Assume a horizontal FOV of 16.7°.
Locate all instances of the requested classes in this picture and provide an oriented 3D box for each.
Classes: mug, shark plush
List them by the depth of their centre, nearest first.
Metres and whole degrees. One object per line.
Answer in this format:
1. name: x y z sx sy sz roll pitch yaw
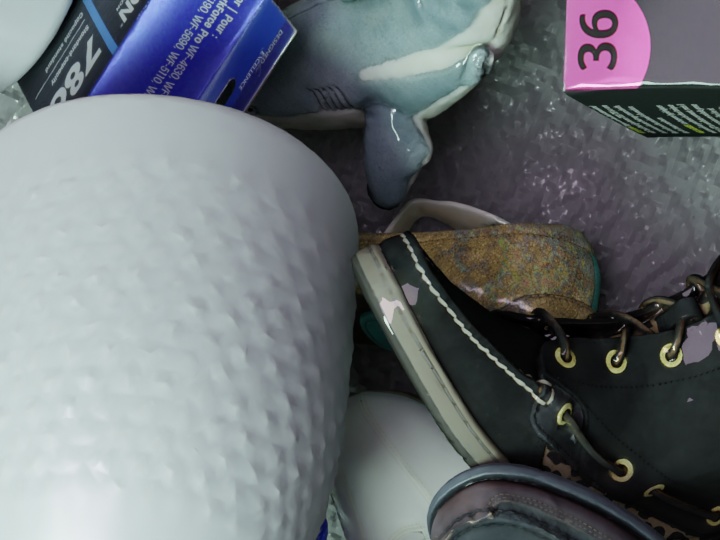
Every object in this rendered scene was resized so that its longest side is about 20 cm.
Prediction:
1. mug: -0.103 0.055 0.846 0.198 0.148 0.176 -4 53 11
2. shark plush: 0.014 -0.094 0.892 0.083 0.200 0.091 23 66 -20

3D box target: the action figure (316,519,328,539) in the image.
1. action figure: -0.040 0.137 0.894 0.099 0.065 0.200 -29 43 -3

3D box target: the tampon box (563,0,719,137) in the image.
1. tampon box: 0.183 -0.128 0.865 0.198 0.126 0.151 1 85 20

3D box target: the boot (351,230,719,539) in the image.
1. boot: 0.102 0.024 0.867 0.150 0.200 0.073 -37 31 9

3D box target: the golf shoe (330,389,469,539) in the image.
1. golf shoe: 0.042 0.128 0.916 0.072 0.092 0.201 -37 73 15

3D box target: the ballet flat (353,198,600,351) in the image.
1. ballet flat: 0.000 0.000 0.962 0.199 0.071 0.071 6 87 21

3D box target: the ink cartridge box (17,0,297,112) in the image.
1. ink cartridge box: -0.096 -0.107 0.956 0.100 0.039 0.200 -56 38 16

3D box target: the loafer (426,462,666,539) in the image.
1. loafer: 0.098 0.147 0.850 0.072 0.063 0.200 -34 115 25

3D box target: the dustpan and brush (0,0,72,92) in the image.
1. dustpan and brush: -0.152 -0.095 0.938 0.139 0.057 0.201 -33 47 40
